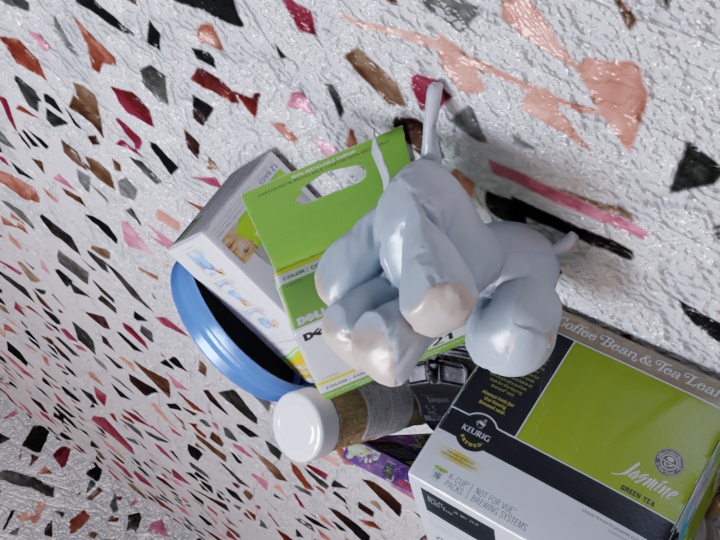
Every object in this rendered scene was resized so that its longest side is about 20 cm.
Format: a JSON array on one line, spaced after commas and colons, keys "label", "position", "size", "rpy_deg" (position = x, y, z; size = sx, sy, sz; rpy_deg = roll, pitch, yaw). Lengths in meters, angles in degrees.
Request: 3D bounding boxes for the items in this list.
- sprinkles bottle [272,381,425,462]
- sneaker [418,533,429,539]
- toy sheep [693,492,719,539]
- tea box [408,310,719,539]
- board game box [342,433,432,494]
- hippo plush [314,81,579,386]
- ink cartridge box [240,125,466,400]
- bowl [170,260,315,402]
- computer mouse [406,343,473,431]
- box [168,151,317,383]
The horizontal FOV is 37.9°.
[{"label": "sprinkles bottle", "position": [0.000, 0.142, 1.072], "size": [0.067, 0.198, 0.070], "rpy_deg": [4, 97, 39]}, {"label": "sneaker", "position": [0.134, 0.302, 0.912], "size": [0.197, 0.099, 0.071], "rpy_deg": [21, 127, -5]}, {"label": "toy sheep", "position": [0.268, 0.251, 0.967], "size": [0.197, 0.140, 0.138], "rpy_deg": [19, 157, -10]}, {"label": "tea box", "position": [0.176, 0.162, 0.855], "size": [0.198, 0.198, 0.134], "rpy_deg": [25, 153, 28]}, {"label": "board game box", "position": [0.081, 0.212, 1.143], "size": [0.119, 0.033, 0.199], "rpy_deg": [27, -172, 32]}, {"label": "hippo plush", "position": [0.068, 0.006, 0.797], "size": [0.159, 0.203, 0.159], "rpy_deg": [21, 144, -32]}, {"label": "ink cartridge box", "position": [0.000, 0.000, 0.869], "size": [0.201, 0.146, 0.076], "rpy_deg": [70, 177, -49]}, {"label": "bowl", "position": [-0.119, 0.050, 1.102], "size": [0.039, 0.202, 0.200], "rpy_deg": [-39, 111, 18]}, {"label": "computer mouse", "position": [0.109, 0.104, 1.040], "size": [0.138, 0.047, 0.201], "rpy_deg": [-5, 143, 26]}, {"label": "box", "position": [-0.069, 0.002, 1.020], "size": [0.200, 0.113, 0.101], "rpy_deg": [46, 154, -16]}]
